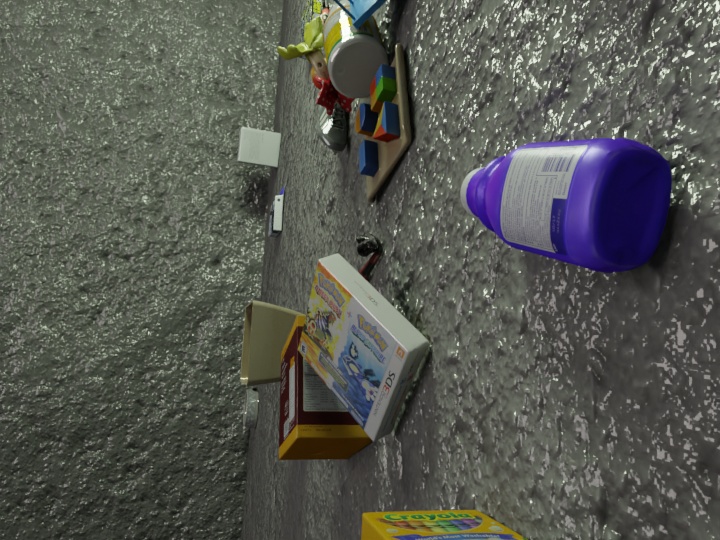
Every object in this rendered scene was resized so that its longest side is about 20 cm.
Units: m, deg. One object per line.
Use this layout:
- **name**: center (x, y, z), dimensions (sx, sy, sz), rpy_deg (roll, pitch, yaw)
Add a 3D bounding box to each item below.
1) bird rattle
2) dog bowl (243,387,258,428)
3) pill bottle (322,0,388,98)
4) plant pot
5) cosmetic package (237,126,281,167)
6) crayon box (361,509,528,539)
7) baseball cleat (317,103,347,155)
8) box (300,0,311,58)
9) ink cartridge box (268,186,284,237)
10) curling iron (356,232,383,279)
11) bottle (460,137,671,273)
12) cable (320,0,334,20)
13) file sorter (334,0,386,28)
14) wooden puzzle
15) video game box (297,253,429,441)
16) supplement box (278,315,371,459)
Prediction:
- **bird rattle**: center (-0.070, -0.419, 1.130), dimensions (0.112, 0.201, 0.163), rpy_deg (-38, -1, 11)
- **dog bowl**: center (-0.550, 0.687, 2.675), dimensions (0.200, 0.057, 0.206), rpy_deg (-174, 90, -74)
- **pill bottle**: center (-0.014, -0.423, 1.000), dimensions (0.114, 0.110, 0.203), rpy_deg (111, 157, -44)
- **plant pot**: center (-0.213, 0.194, 1.397), dimensions (0.200, 0.173, 0.205), rpy_deg (153, 120, -71)
- **cosmetic package**: center (-0.511, -0.615, 2.686), dimensions (0.167, 0.195, 0.171), rpy_deg (-149, 66, -73)
- **crayon box**: center (0.075, 0.244, 0.441), dimensions (0.200, 0.123, 0.053), rpy_deg (152, 123, -71)
- **baseball cleat**: center (-0.060, -0.363, 1.226), dimensions (0.107, 0.068, 0.203), rpy_deg (119, 149, -41)
- **box**: center (-0.163, -0.834, 1.789), dimensions (0.200, 0.043, 0.165), rpy_deg (147, 127, -70)
- **ink cartridge box**: center (-0.372, -0.261, 2.364), dimensions (0.198, 0.042, 0.205), rpy_deg (160, 115, -73)
- **curling iron**: center (0.000, 0.000, 0.962), dimensions (0.050, 0.025, 0.201), rpy_deg (48, 148, 18)
- **bottle**: center (0.140, -0.055, 0.414), dimensions (0.200, 0.064, 0.086), rpy_deg (-145, 62, -72)
- **cable**: center (-0.104, -0.746, 1.535), dimensions (0.098, 0.049, 0.203), rpy_deg (114, 154, -47)
- **file sorter**: center (-0.004, -0.547, 0.893), dimensions (0.138, 0.122, 0.204), rpy_deg (-30, 50, 33)
- **wooden puzzle**: center (0.030, -0.244, 0.904), dimensions (0.201, 0.045, 0.189), rpy_deg (123, 148, -60)
- **video game box**: center (-0.006, 0.109, 0.764), dimensions (0.200, 0.046, 0.185), rpy_deg (43, 130, 32)
- **supplement box**: center (-0.066, 0.213, 0.948), dimensions (0.198, 0.129, 0.204), rpy_deg (121, 150, -58)
